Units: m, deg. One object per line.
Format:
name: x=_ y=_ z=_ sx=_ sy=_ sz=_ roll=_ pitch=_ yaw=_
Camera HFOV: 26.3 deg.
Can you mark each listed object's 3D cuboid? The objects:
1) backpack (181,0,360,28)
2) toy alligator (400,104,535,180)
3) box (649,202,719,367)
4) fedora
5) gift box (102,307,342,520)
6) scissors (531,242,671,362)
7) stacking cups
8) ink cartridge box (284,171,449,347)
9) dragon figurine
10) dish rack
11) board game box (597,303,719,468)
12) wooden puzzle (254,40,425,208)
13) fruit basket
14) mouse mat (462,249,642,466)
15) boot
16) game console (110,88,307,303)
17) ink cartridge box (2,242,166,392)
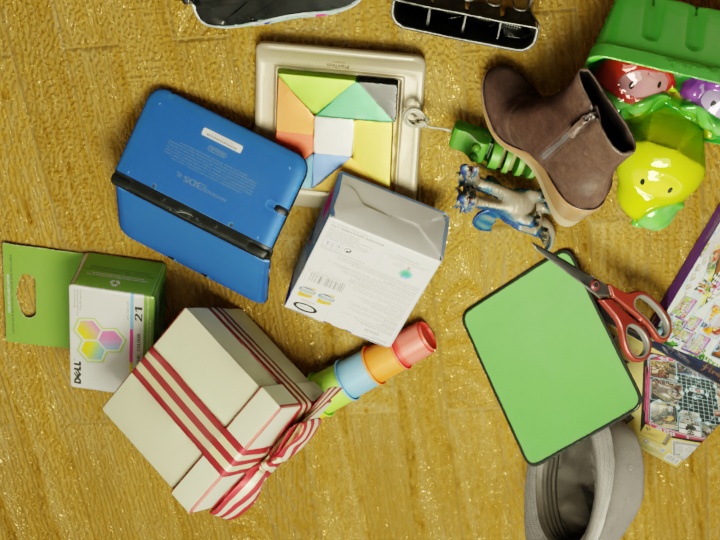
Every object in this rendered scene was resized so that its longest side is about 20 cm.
backpack: x=-0.074 y=-0.335 z=1.496 sx=0.197 sy=0.151 sz=0.179 roll=-1 pitch=125 yaw=17
toy alligator: x=0.138 y=-0.130 z=1.636 sx=0.197 sy=0.055 sz=0.060 roll=12 pitch=129 yaw=-10
box: x=0.425 y=0.017 z=1.711 sx=0.135 sy=0.039 sz=0.201 roll=22 pitch=122 yaw=-5
fedora: x=0.265 y=0.246 z=1.774 sx=0.089 sy=0.176 sz=0.203 roll=7 pitch=84 yaw=-24
gift box: x=-0.144 y=0.157 z=1.763 sx=0.187 sy=0.199 sz=0.185 roll=45 pitch=108 yaw=17
scissors: x=0.266 y=0.018 z=1.685 sx=0.200 sy=0.073 sz=0.014 roll=46 pitch=159 yaw=-15
stacking cups: x=0.002 y=0.126 z=1.829 sx=0.198 sy=0.061 sz=0.061 roll=-27 pitch=115 yaw=21
ink cartridge box: x=0.000 y=0.000 z=1.721 sx=0.135 sy=0.077 sz=0.201 roll=21 pitch=136 yaw=-7
dragon figurine: x=0.157 y=-0.068 z=1.660 sx=0.098 sy=0.200 sz=0.060 roll=14 pitch=84 yaw=19
dish rack: x=0.119 y=-0.329 z=1.531 sx=0.151 sy=0.055 sz=0.202 roll=11 pitch=122 yaw=0
board game box: x=0.326 y=0.135 z=1.796 sx=0.198 sy=0.035 sz=0.136 roll=29 pitch=125 yaw=-10
wooden puzzle: x=-0.026 y=-0.148 z=1.674 sx=0.182 sy=0.037 sz=0.202 roll=5 pitch=122 yaw=4
fruit basket: x=0.307 y=-0.150 z=1.532 sx=0.213 sy=0.218 sz=0.156 roll=12 pitch=163 yaw=0
mouse mat: x=0.212 y=0.099 z=1.736 sx=0.160 sy=0.007 sz=0.202 roll=-33 pitch=69 yaw=26
boot: x=0.198 y=-0.158 z=1.538 sx=0.072 sy=0.202 sz=0.167 roll=-20 pitch=160 yaw=-22
game console: x=-0.167 y=-0.081 z=1.722 sx=0.198 sy=0.118 sz=0.172 roll=26 pitch=92 yaw=8
ink cartridge box: x=-0.333 y=0.059 z=1.823 sx=0.197 sy=0.076 sz=0.149 roll=7 pitch=122 yaw=2
